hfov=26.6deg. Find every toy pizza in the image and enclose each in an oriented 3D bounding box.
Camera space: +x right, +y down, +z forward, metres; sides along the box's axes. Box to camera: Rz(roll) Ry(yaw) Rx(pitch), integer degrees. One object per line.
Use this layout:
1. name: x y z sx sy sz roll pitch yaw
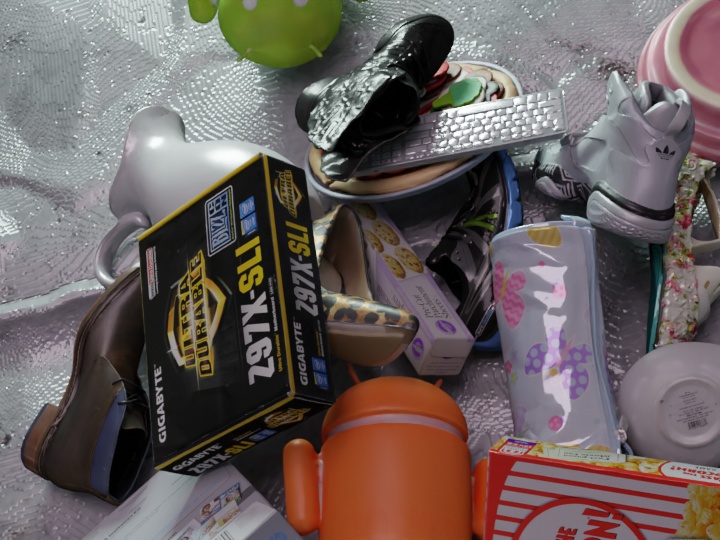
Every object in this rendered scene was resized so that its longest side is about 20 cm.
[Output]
1. toy pizza: 0.041 -0.129 1.305 0.200 0.032 0.200 -17 34 12

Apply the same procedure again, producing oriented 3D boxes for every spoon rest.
1. spoon rest: 0.291 0.092 1.132 0.200 0.061 0.099 -14 89 11

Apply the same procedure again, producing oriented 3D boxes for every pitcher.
1. pitcher: -0.138 -0.037 1.310 0.200 0.121 0.172 25 92 37

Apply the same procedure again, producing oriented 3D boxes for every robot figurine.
1. robot figurine: -0.075 -0.275 1.418 0.175 0.116 0.200 -5 60 5
2. robot figurine: 0.028 0.166 1.134 0.144 0.117 0.200 -13 58 22

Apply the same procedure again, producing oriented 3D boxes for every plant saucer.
1. plant saucer: 0.332 -0.174 1.271 0.200 0.051 0.201 -7 55 10

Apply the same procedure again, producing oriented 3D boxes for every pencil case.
1. pencil case: 0.149 0.062 1.143 0.083 0.091 0.200 2 73 -31

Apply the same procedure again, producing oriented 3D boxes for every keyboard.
1. keyboard: 0.068 -0.111 1.237 0.200 0.011 0.056 -10 49 11

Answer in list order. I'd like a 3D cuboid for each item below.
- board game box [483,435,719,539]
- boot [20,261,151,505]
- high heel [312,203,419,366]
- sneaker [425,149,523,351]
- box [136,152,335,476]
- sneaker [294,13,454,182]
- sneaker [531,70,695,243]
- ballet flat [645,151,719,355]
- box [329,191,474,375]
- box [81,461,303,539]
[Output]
1. board game box: 0.185 0.206 1.057 0.200 0.046 0.152 6 101 20
2. boot: -0.192 0.095 1.251 0.097 0.075 0.200 25 87 33
3. high heel: 0.000 0.000 1.172 0.200 0.071 0.143 -5 54 55
4. sneaker: 0.094 -0.028 1.252 0.083 0.071 0.200 -3 63 8
5. box: -0.099 0.035 1.148 0.160 0.049 0.200 -29 57 36
6. sneaker: 0.025 -0.145 1.242 0.200 0.060 0.104 -35 31 -23
7. sneaker: 0.203 -0.099 1.201 0.200 0.075 0.115 -129 54 -67
8. ballet flat: 0.256 -0.013 1.199 0.064 0.076 0.200 2 63 6
9. box: 0.028 0.007 1.240 0.041 0.039 0.200 2 36 -30
10. box: -0.139 0.211 1.134 0.156 0.041 0.200 -42 23 -10
